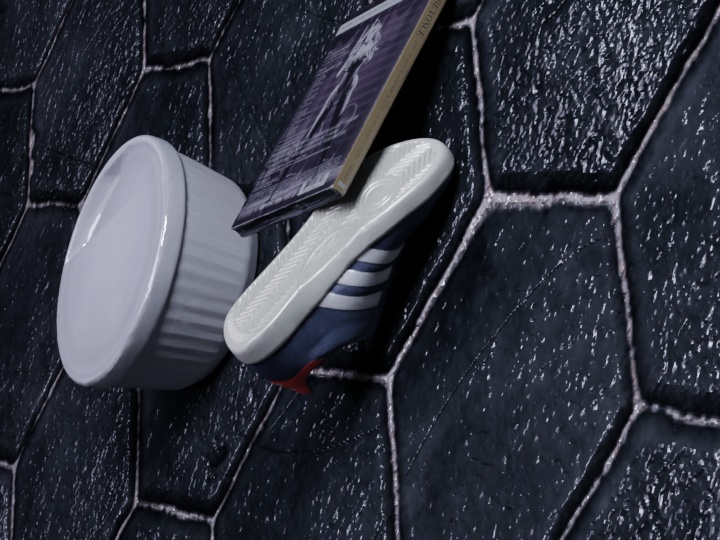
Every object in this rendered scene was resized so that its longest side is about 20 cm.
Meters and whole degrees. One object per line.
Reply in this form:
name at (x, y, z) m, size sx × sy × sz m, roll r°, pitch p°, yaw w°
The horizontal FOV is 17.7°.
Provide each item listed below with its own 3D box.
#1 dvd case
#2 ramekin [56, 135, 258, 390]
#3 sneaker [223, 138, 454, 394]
dvd case at (-0.010, -0.119, 1.631) m, size 0.148 × 0.016 × 0.201 m, roll -20°, pitch 39°, yaw 58°
ramekin at (-0.158, 0.002, 1.825) m, size 0.202 × 0.094 × 0.204 m, roll -38°, pitch 44°, yaw 49°
sneaker at (0.000, 0.000, 1.567) m, size 0.200 × 0.085 × 0.075 m, roll -45°, pitch 34°, yaw 2°
